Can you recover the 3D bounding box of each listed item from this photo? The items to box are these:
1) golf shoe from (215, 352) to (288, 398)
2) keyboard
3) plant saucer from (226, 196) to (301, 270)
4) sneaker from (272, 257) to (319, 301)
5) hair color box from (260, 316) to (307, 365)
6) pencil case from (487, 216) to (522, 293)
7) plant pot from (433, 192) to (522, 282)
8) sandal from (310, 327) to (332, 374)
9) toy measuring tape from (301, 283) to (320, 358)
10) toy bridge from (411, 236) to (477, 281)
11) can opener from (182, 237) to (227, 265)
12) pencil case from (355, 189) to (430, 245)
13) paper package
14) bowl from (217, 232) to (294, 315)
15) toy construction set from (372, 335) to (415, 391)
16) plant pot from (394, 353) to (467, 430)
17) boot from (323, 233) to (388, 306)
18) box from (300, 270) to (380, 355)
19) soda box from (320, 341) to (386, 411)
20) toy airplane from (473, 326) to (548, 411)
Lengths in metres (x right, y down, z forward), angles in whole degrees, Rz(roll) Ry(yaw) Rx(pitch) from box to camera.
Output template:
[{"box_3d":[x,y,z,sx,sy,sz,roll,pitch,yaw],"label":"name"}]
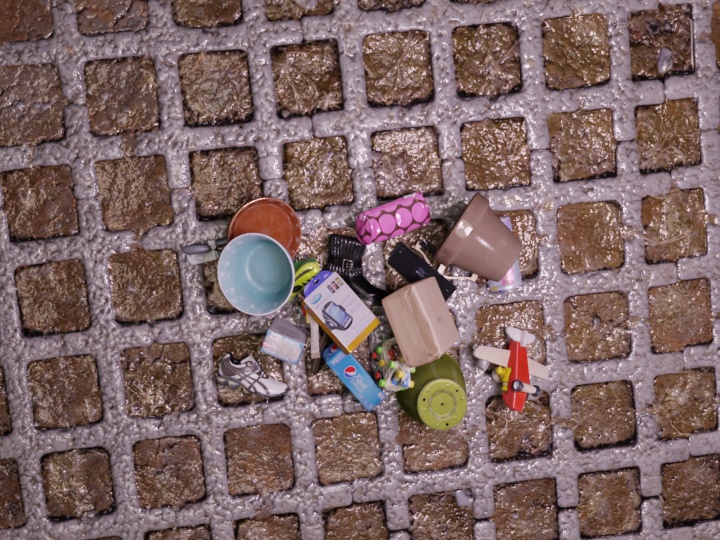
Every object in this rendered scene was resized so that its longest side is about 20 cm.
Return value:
[{"box_3d":[-0.281,0.277,1.603,0.197,0.078,0.096,14,92,-5],"label":"golf shoe"},{"box_3d":[0.179,-0.008,1.620,0.199,0.021,0.128,39,116,-1],"label":"keyboard"},{"box_3d":[-0.250,-0.092,1.571,0.197,0.032,0.204,-9,112,-23],"label":"plant saucer"},{"box_3d":[-0.188,0.030,1.598,0.198,0.084,0.075,-26,113,16],"label":"sneaker"},{"box_3d":[-0.192,0.177,1.540,0.099,0.200,0.061,22,92,-4],"label":"hair color box"},{"box_3d":[0.374,-0.044,1.620,0.090,0.083,0.204,-6,96,40],"label":"pencil case"},{"box_3d":[0.305,-0.065,1.512,0.173,0.200,0.202,35,91,5],"label":"plant pot"},{"box_3d":[-0.101,0.178,1.618,0.054,0.082,0.203,22,99,17],"label":"sandal"},{"box_3d":[-0.114,0.132,1.561,0.072,0.074,0.203,-4,69,-3],"label":"toy measuring tape"},{"box_3d":[0.225,-0.019,1.639,0.198,0.027,0.068,28,93,-4],"label":"toy bridge"},{"box_3d":[-0.364,-0.058,1.587,0.196,0.066,0.054,-13,96,-8],"label":"can opener"},{"box_3d":[0.083,-0.138,1.567,0.198,0.091,0.095,-24,133,-24],"label":"pencil case"},{"box_3d":[0.155,0.126,1.537,0.102,0.199,0.193,-23,86,23],"label":"paper package"},{"box_3d":[-0.244,0.000,1.502,0.197,0.105,0.205,2,102,11],"label":"bowl"},{"box_3d":[0.091,0.232,1.584,0.091,0.202,0.132,23,132,-12],"label":"toy construction set"},{"box_3d":[0.196,0.323,1.576,0.196,0.193,0.204,0,93,-3],"label":"plant pot"},{"box_3d":[-0.001,0.000,1.600,0.208,0.079,0.160,18,92,-4],"label":"boot"},{"box_3d":[-0.057,0.100,1.529,0.119,0.042,0.200,-41,86,-26],"label":"box"},{"box_3d":[-0.018,0.276,1.591,0.064,0.068,0.201,-39,115,-4],"label":"soda box"},{"box_3d":[0.405,0.254,1.626,0.198,0.141,0.201,-33,86,-38],"label":"toy airplane"}]
